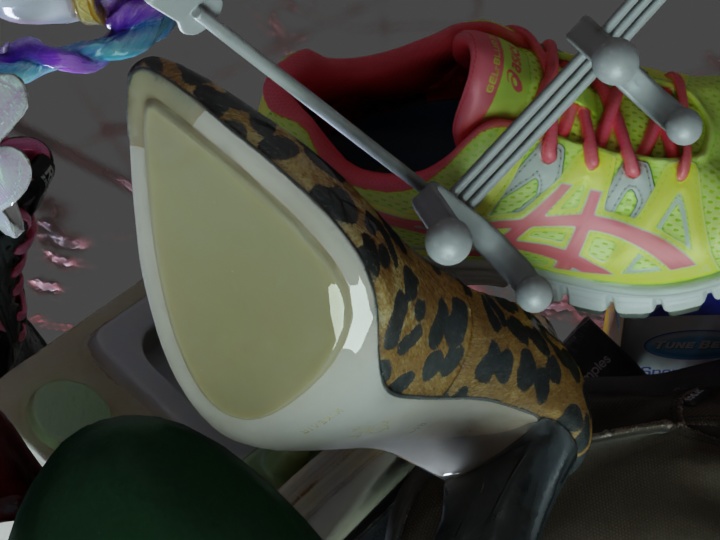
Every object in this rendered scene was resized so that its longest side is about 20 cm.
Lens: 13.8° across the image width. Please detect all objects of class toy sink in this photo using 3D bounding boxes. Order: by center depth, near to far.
[{"bbox_3d":[-0.063,0.076,1.009,0.112,0.130,0.200,41,134,10],"label":"toy sink"}]

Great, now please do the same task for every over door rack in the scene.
[{"bbox_3d":[0.042,-0.083,0.815,0.148,0.067,0.200,-48,135,5],"label":"over door rack"}]

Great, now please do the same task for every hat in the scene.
[{"bbox_3d":[-0.062,0.049,0.857,0.165,0.177,0.200,-10,172,29],"label":"hat"}]

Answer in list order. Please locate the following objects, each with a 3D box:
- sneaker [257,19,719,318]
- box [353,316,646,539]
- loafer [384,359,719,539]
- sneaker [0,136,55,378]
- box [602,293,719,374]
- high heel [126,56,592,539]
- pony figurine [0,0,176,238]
[{"bbox_3d":[0.058,-0.039,0.930,0.199,0.078,0.090,-5,144,5],"label":"sneaker"},{"bbox_3d":[0.027,0.112,1.089,0.036,0.143,0.200,42,155,13],"label":"box"},{"bbox_3d":[0.100,0.073,0.977,0.199,0.071,0.073,-18,118,-24],"label":"loafer"},{"bbox_3d":[-0.135,-0.005,0.982,0.095,0.079,0.200,-23,144,10],"label":"sneaker"},{"bbox_3d":[0.147,0.042,1.092,0.118,0.042,0.200,-1,144,-2],"label":"box"},{"bbox_3d":[0.000,0.000,0.879,0.071,0.143,0.200,-24,111,25],"label":"high heel"},{"bbox_3d":[-0.145,-0.085,0.808,0.199,0.167,0.193,-5,179,-2],"label":"pony figurine"}]
